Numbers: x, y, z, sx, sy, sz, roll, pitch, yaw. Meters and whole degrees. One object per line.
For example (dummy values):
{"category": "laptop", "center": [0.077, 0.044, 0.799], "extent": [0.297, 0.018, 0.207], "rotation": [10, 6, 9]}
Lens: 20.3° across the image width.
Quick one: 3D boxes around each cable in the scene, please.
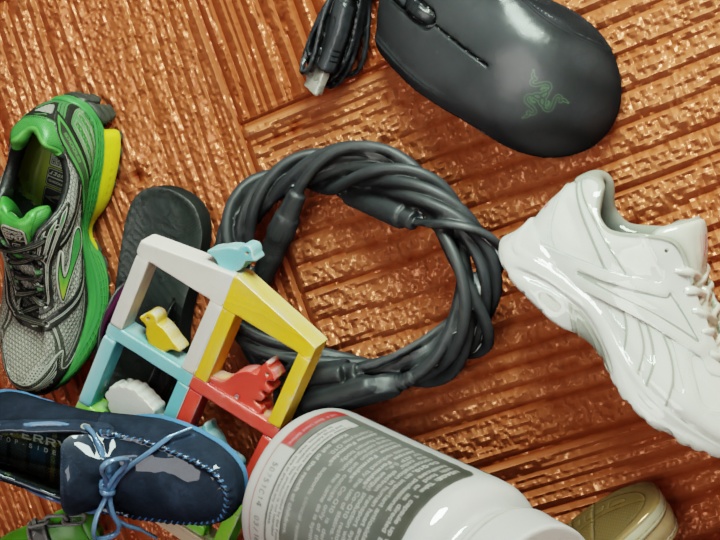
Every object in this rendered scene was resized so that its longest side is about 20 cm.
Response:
{"category": "cable", "center": [0.000, 0.000, 1.232], "extent": [0.199, 0.051, 0.164], "rotation": [-20, 86, 31]}

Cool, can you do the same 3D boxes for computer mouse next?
{"category": "computer mouse", "center": [0.057, -0.131, 1.173], "extent": [0.199, 0.053, 0.139], "rotation": [31, 110, 18]}

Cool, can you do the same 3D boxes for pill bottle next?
{"category": "pill bottle", "center": [0.032, 0.161, 1.166], "extent": [0.199, 0.113, 0.115], "rotation": [21, 109, 47]}

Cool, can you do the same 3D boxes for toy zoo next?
{"category": "toy zoo", "center": [-0.102, 0.068, 1.248], "extent": [0.131, 0.020, 0.201], "rotation": [31, 115, 13]}

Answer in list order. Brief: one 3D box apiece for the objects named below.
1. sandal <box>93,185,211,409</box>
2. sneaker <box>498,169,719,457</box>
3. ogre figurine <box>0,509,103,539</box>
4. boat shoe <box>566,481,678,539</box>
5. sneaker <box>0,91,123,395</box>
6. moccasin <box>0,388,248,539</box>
{"category": "sandal", "center": [-0.145, 0.044, 1.304], "extent": [0.075, 0.048, 0.202], "rotation": [13, 105, 23]}
{"category": "sneaker", "center": [0.174, 0.022, 1.134], "extent": [0.200, 0.078, 0.100], "rotation": [43, 110, 11]}
{"category": "ogre figurine", "center": [-0.225, 0.264, 1.361], "extent": [0.119, 0.098, 0.201], "rotation": [-5, 113, 8]}
{"category": "boat shoe", "center": [0.125, 0.211, 1.198], "extent": [0.069, 0.074, 0.200], "rotation": [39, 108, -11]}
{"category": "sneaker", "center": [-0.212, -0.015, 1.306], "extent": [0.078, 0.085, 0.201], "rotation": [12, 105, 23]}
{"category": "moccasin", "center": [-0.169, 0.128, 1.245], "extent": [0.199, 0.068, 0.081], "rotation": [6, 109, 22]}
